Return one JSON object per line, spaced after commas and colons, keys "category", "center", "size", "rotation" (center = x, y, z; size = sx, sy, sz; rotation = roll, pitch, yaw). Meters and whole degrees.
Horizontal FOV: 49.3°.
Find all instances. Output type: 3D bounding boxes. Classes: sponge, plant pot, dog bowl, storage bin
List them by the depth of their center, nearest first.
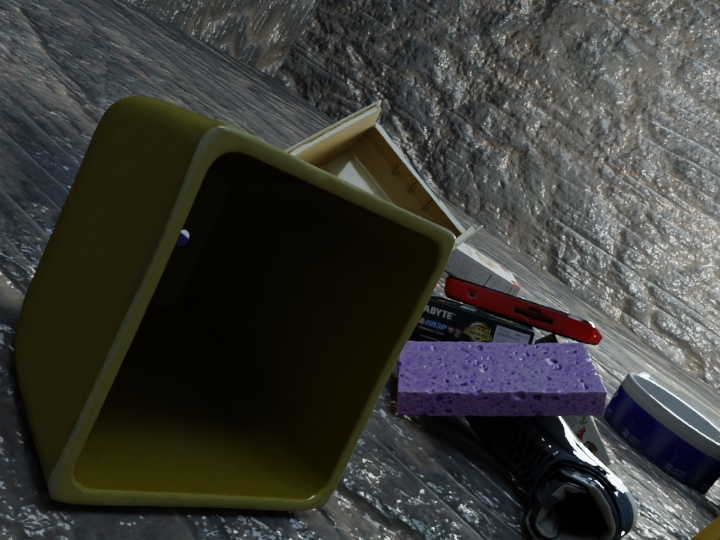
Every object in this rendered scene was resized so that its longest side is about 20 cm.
{"category": "plant pot", "center": [-0.100, 0.003, 0.490], "size": [0.193, 0.198, 0.199], "rotation": [19, 11, -45]}
{"category": "sponge", "center": [0.133, 0.106, 0.780], "size": [0.196, 0.030, 0.112], "rotation": [0, 20, 5]}
{"category": "storage bin", "center": [0.015, -0.071, 0.931], "size": [0.198, 0.094, 0.201], "rotation": [-35, 82, -35]}
{"category": "dog bowl", "center": [0.493, 0.255, 1.255], "size": [0.198, 0.080, 0.200], "rotation": [31, 13, -8]}

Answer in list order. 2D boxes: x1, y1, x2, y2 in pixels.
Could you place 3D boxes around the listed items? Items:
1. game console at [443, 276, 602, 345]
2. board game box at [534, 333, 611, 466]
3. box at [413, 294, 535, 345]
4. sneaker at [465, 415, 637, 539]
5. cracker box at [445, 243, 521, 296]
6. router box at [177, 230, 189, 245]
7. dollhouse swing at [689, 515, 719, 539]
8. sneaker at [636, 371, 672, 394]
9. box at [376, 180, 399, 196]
{"category": "game console", "center": [0.217, 0.054, 1.037], "size": [0.197, 0.032, 0.176], "rotation": [19, 2, 23]}
{"category": "board game box", "center": [0.265, 0.160, 0.996], "size": [0.128, 0.034, 0.200], "rotation": [65, 11, -2]}
{"category": "box", "center": [0.138, 0.071, 0.991], "size": [0.156, 0.047, 0.200], "rotation": [17, 1, 12]}
{"category": "sneaker", "center": [0.162, 0.177, 0.727], "size": [0.201, 0.078, 0.146], "rotation": [38, 12, 25]}
{"category": "cracker box", "center": [0.238, -0.007, 1.670], "size": [0.198, 0.058, 0.134], "rotation": [32, 13, -6]}
{"category": "router box", "center": [-0.069, 0.036, 0.752], "size": [0.199, 0.049, 0.179], "rotation": [36, 13, 15]}
{"category": "dollhouse swing", "center": [0.333, 0.268, 0.628], "size": [0.176, 0.181, 0.200], "rotation": [48, 3, -30]}
{"category": "sneaker", "center": [0.537, 0.246, 1.404], "size": [0.198, 0.079, 0.089], "rotation": [24, 12, -36]}
{"category": "box", "center": [0.035, -0.065, 1.134], "size": [0.160, 0.044, 0.203], "rotation": [-129, -160, -56]}
